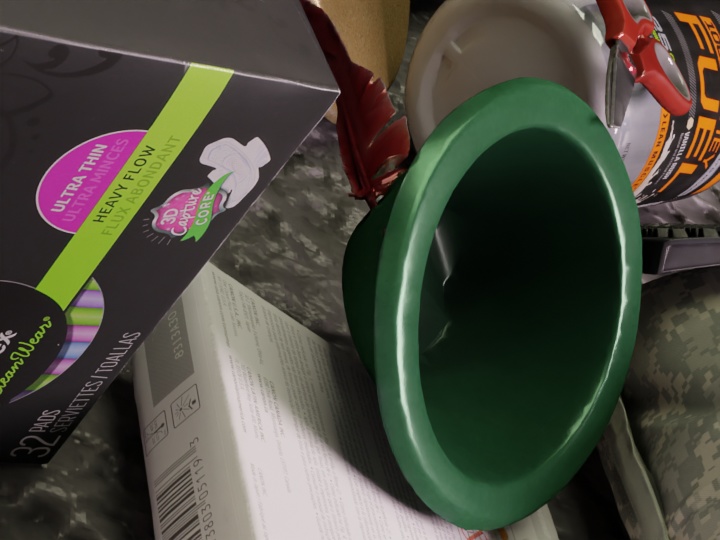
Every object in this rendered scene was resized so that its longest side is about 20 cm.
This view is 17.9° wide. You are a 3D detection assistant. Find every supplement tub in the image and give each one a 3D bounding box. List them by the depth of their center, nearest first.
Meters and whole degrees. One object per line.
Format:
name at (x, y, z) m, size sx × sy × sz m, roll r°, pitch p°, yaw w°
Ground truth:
supplement tub at (0.123, -0.090, 1.145) m, size 0.123 × 0.123 × 0.200 m, roll 45°, pitch 31°, yaw 22°

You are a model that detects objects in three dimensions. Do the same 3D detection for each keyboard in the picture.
keyboard at (0.114, -0.011, 1.011) m, size 0.127 × 0.021 × 0.200 m, roll -8°, pitch 2°, yaw -9°

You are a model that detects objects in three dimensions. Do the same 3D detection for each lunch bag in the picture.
lunch bag at (0.183, 0.085, 0.924) m, size 0.167 × 0.140 × 0.200 m, roll 6°, pitch 32°, yaw -12°

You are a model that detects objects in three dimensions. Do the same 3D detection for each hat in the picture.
hat at (0.000, 0.000, 0.908) m, size 0.176 × 0.166 × 0.200 m, roll 6°, pitch 29°, yaw 37°

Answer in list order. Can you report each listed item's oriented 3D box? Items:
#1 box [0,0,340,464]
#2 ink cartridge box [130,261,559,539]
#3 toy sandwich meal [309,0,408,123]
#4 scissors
box at (-0.131, -0.046, 0.730) m, size 0.148 × 0.200 × 0.124 m, roll 6°, pitch 48°, yaw -38°
ink cartridge box at (0.006, 0.102, 0.838) m, size 0.200 × 0.050 × 0.161 m, roll 37°, pitch 23°, yaw -33°
toy sandwich meal at (-0.032, -0.165, 1.096) m, size 0.070 × 0.206 × 0.205 m, roll -5°, pitch 23°, yaw 18°
scissors at (0.107, -0.094, 0.966) m, size 0.073 × 0.014 × 0.200 m, roll 64°, pitch 19°, yaw 1°
